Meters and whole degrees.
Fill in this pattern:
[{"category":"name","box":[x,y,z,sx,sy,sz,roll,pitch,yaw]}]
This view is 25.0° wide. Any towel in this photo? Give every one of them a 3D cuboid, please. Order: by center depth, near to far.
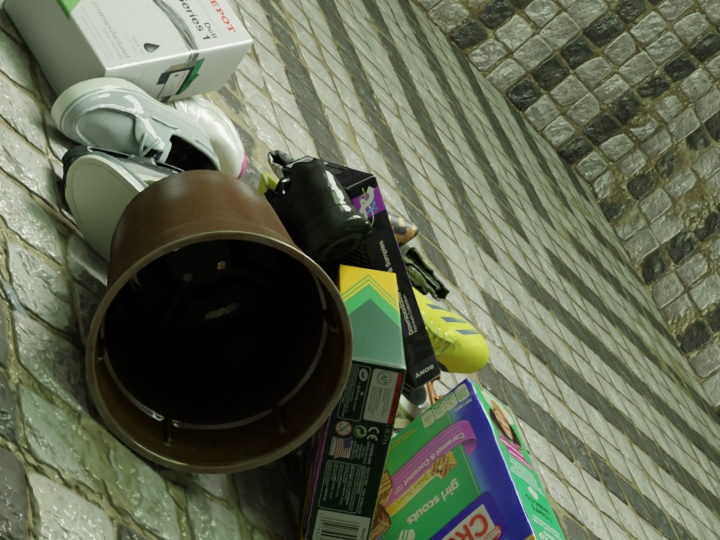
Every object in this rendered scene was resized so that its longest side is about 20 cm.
[{"category":"towel","box":[-0.002,-0.040,1.754,0.199,0.035,0.193,36,-5,23]}]

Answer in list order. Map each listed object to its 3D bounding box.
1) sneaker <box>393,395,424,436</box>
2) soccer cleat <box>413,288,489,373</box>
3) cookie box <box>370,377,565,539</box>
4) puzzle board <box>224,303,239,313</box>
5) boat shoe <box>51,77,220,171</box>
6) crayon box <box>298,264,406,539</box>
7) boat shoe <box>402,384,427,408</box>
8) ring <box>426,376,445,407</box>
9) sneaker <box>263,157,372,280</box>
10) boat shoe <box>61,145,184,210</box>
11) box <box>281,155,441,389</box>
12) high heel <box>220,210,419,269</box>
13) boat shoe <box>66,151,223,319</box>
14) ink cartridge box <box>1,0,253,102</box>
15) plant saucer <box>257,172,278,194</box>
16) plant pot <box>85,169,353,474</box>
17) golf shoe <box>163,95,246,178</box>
[{"category":"sneaker","box":[0.004,0.141,1.594,0.200,0.077,0.089,43,26,-24]},{"category":"soccer cleat","box":[0.054,0.052,1.682,0.200,0.065,0.084,35,-1,-17]},{"category":"cookie box","box":[0.082,0.227,1.434,0.075,0.171,0.201,35,22,-39]},{"category":"puzzle board","box":[-0.160,-0.031,1.593,0.151,0.017,0.201,41,20,-40]},{"category":"boat shoe","box":[-0.202,-0.124,1.530,0.200,0.070,0.072,16,29,-54]},{"category":"crayon box","box":[-0.009,0.124,1.365,0.058,0.202,0.173,10,25,-5]},{"category":"boat shoe","box":[-0.001,0.078,1.646,0.066,0.074,0.200,6,-25,47]},{"category":"ring","box":[0.092,0.187,1.668,0.200,0.019,0.202,-13,90,-88]},{"category":"sneaker","box":[-0.055,-0.033,1.432,0.076,0.200,0.091,-18,75,-32]},{"category":"boat shoe","box":[-0.187,-0.068,1.468,0.198,0.075,0.066,10,32,-39]},{"category":"box","box":[0.000,0.000,1.481,0.143,0.036,0.201,23,-46,61]},{"category":"high heel","box":[-0.039,-0.013,1.567,0.143,0.198,0.072,-93,179,-70]},{"category":"boat shoe","box":[-0.184,-0.035,1.409,0.200,0.072,0.062,52,26,-32]},{"category":"ink cartridge box","box":[-0.226,-0.241,1.597,0.199,0.084,0.147,-21,71,-46]},{"category":"plant saucer","box":[-0.043,0.015,1.769,0.200,0.048,0.201,41,20,-37]},{"category":"plant pot","box":[-0.121,0.025,1.287,0.200,0.200,0.198,45,8,-25]},{"category":"golf shoe","box":[-0.202,-0.158,1.673,0.200,0.075,0.092,45,28,-6]}]
